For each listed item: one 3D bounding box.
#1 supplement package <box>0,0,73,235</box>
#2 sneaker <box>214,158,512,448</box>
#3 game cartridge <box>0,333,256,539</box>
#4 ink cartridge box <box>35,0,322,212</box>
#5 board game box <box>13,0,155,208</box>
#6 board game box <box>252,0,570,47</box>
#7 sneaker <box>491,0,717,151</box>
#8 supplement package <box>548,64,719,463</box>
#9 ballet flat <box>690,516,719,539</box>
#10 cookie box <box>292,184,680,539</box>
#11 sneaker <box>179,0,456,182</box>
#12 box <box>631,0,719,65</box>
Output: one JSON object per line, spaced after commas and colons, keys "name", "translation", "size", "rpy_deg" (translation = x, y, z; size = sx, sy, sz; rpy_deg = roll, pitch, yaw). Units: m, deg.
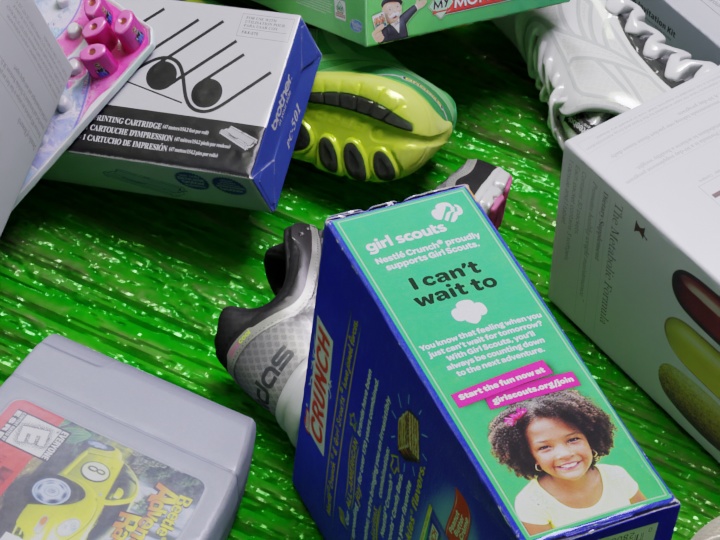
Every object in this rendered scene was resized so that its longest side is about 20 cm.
{"name": "supplement package", "translation": [-0.238, -0.049, 1.215], "size": [0.120, 0.120, 0.201], "rpy_deg": [17, 74, 14]}
{"name": "sneaker", "translation": [0.000, 0.000, 1.271], "size": [0.087, 0.074, 0.200], "rpy_deg": [31, 55, 17]}
{"name": "game cartridge", "translation": [-0.135, 0.118, 1.169], "size": [0.132, 0.041, 0.200], "rpy_deg": [24, 47, 14]}
{"name": "ink cartridge box", "translation": [-0.128, -0.092, 1.330], "size": [0.199, 0.044, 0.095], "rpy_deg": [8, 68, 20]}
{"name": "board game box", "translation": [-0.237, -0.099, 1.326], "size": [0.200, 0.026, 0.200], "rpy_deg": [36, 79, 28]}
{"name": "board game box", "translation": [0.003, -0.169, 1.418], "size": [0.134, 0.029, 0.200], "rpy_deg": [-15, 25, -31]}
{"name": "sneaker", "translation": [0.125, -0.106, 1.398], "size": [0.081, 0.075, 0.200], "rpy_deg": [-33, 54, -21]}
{"name": "supplement package", "translation": [0.196, 0.013, 1.245], "size": [0.109, 0.114, 0.200], "rpy_deg": [-26, 51, -25]}
{"name": "ballet flat", "translation": [0.158, 0.168, 1.122], "size": [0.067, 0.063, 0.201], "rpy_deg": [15, 45, 10]}
{"name": "cookie box", "translation": [0.046, 0.094, 1.112], "size": [0.075, 0.172, 0.200], "rpy_deg": [-13, 47, -21]}
{"name": "sneaker", "translation": [-0.037, -0.098, 1.386], "size": [0.199, 0.075, 0.083], "rpy_deg": [25, 21, 25]}
{"name": "box", "translation": [0.256, -0.167, 1.490], "size": [0.199, 0.041, 0.156], "rpy_deg": [-24, 51, -27]}
